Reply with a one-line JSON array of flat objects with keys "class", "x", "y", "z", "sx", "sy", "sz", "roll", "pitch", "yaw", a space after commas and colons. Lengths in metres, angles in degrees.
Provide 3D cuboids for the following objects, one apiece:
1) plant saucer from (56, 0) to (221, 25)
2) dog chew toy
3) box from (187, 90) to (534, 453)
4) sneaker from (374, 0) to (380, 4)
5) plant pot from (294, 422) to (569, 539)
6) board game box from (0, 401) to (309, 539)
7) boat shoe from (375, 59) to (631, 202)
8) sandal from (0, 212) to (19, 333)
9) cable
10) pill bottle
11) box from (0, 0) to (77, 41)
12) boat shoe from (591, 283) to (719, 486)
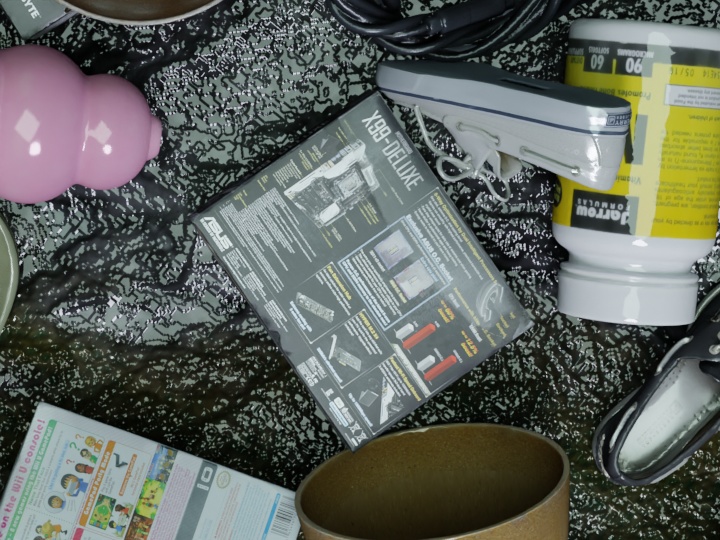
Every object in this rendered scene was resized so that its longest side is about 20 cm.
[{"class": "plant saucer", "x": -0.147, "y": -0.263, "z": 1.342, "sx": 0.200, "sy": 0.034, "sz": 0.201, "roll": -1, "pitch": 97, "yaw": -5}, {"class": "dog chew toy", "x": -0.234, "y": -0.099, "z": 1.362, "sx": 0.200, "sy": 0.125, "sz": 0.125, "roll": 6, "pitch": 96, "yaw": -11}, {"class": "box", "x": 0.000, "y": 0.000, "z": 1.409, "sx": 0.158, "sy": 0.050, "sz": 0.200, "roll": -36, "pitch": 96, "yaw": -4}, {"class": "sneaker", "x": -0.010, "y": -0.277, "z": 1.377, "sx": 0.077, "sy": 0.112, "sz": 0.200, "roll": -21, "pitch": 132, "yaw": -35}, {"class": "plant pot", "x": 0.063, "y": 0.231, "z": 1.391, "sx": 0.186, "sy": 0.186, "sz": 0.200, "roll": -11, "pitch": 109, "yaw": -2}, {"class": "board game box", "x": -0.155, "y": 0.195, "z": 1.401, "sx": 0.200, "sy": 0.064, "sz": 0.148, "roll": 21, "pitch": 75, "yaw": -6}, {"class": "boat shoe", "x": 0.090, "y": -0.089, "z": 1.363, "sx": 0.202, "sy": 0.075, "sz": 0.086, "roll": 16, "pitch": 109, "yaw": 35}, {"class": "sandal", "x": -0.286, "y": 0.044, "z": 1.400, "sx": 0.080, "sy": 0.057, "sz": 0.201, "roll": 13, "pitch": 92, "yaw": -4}, {"class": "cable", "x": 0.071, "y": -0.206, "z": 1.341, "sx": 0.200, "sy": 0.051, "sz": 0.163, "roll": 22, "pitch": 115, "yaw": -30}, {"class": "pill bottle", "x": 0.190, "y": -0.068, "z": 1.384, "sx": 0.114, "sy": 0.114, "sz": 0.200, "roll": 4, "pitch": 95, "yaw": -3}, {"class": "box", "x": -0.198, "y": -0.290, "z": 1.375, "sx": 0.198, "sy": 0.050, "sz": 0.200, "roll": -33, "pitch": 98, "yaw": -1}, {"class": "boat shoe", "x": 0.243, "y": 0.074, "z": 1.428, "sx": 0.200, "sy": 0.060, "sz": 0.074, "roll": -43, "pitch": 95, "yaw": 2}]
